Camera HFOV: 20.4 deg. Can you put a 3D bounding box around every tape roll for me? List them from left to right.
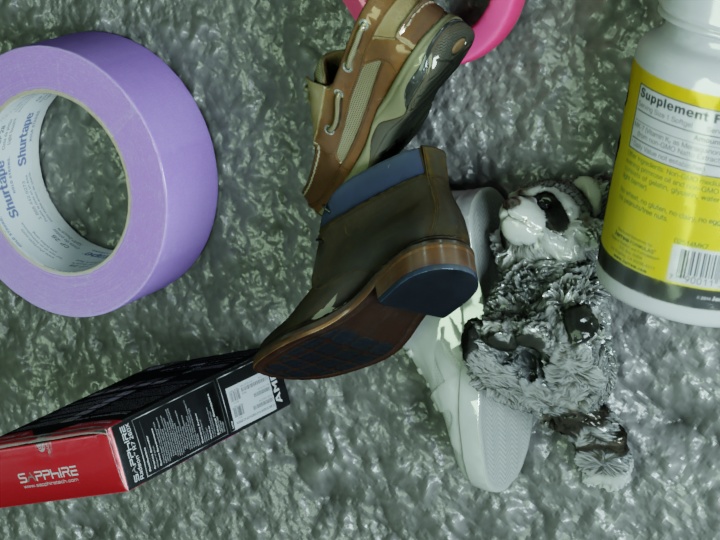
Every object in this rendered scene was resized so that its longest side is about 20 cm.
[{"bbox_3d":[-0.203,-0.070,1.453,0.200,0.066,0.200,11,111,29],"label":"tape roll"}]

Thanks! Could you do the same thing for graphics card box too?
[{"bbox_3d":[-0.155,0.108,1.397,0.125,0.200,0.051,-12,98,33],"label":"graphics card box"}]

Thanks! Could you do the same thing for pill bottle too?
[{"bbox_3d":[0.208,-0.078,1.160,0.114,0.114,0.200,19,114,26],"label":"pill bottle"}]

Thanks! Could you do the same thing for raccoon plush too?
[{"bbox_3d":[0.129,0.033,1.287,0.097,0.134,0.200,2,140,20],"label":"raccoon plush"}]

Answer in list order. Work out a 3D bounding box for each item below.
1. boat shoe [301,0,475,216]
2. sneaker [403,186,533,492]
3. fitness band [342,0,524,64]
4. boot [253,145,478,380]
[{"bbox_3d":[0.004,-0.113,1.280,0.074,0.076,0.200,40,140,4],"label":"boat shoe"},{"bbox_3d":[0.049,0.046,1.332,0.115,0.074,0.200,-2,95,35],"label":"sneaker"},{"bbox_3d":[0.033,-0.226,1.271,0.144,0.037,0.200,-30,87,36],"label":"fitness band"},{"bbox_3d":[0.000,0.000,1.290,0.200,0.075,0.097,-30,54,41],"label":"boot"}]
